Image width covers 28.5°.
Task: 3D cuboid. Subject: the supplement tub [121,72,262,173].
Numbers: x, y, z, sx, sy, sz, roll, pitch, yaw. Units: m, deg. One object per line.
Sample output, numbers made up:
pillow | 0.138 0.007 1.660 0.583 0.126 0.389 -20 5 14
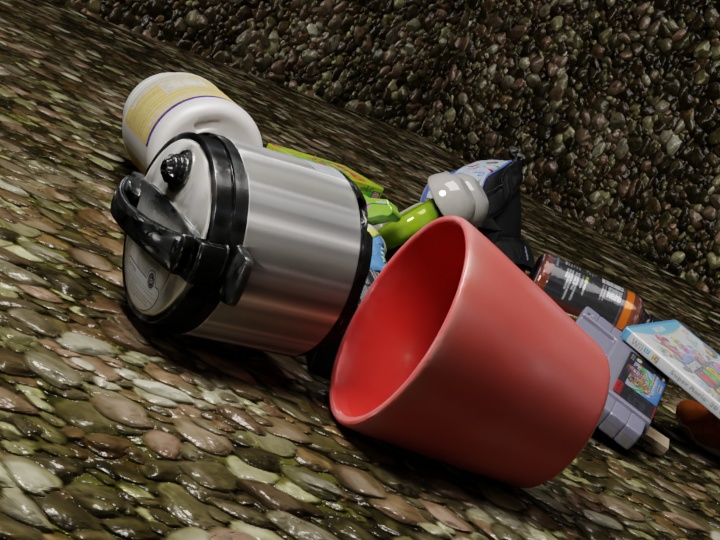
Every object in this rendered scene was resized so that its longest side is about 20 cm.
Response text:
supplement tub | -0.216 -0.165 1.767 0.145 0.146 0.200 19 12 -28

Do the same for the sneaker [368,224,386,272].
sneaker | 0.000 0.000 1.709 0.105 0.076 0.200 48 17 18

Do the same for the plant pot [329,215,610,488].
plant pot | 0.100 0.081 1.193 0.177 0.201 0.200 31 8 -18

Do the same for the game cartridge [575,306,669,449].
game cartridge | 0.281 0.117 1.599 0.129 0.038 0.200 34 26 8

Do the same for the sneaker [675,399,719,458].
sneaker | 0.456 0.198 1.707 0.073 0.077 0.200 16 12 -32

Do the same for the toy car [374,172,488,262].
toy car | 0.094 -0.035 1.894 0.150 0.175 0.200 63 16 4

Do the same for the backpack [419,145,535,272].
backpack | 0.170 -0.075 2.127 0.153 0.201 0.190 -4 9 20

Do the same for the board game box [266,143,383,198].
board game box | -0.063 -0.151 2.324 0.101 0.048 0.200 32 13 36

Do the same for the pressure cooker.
pressure cooker | -0.113 -0.026 1.198 0.199 0.179 0.176 14 -27 -34

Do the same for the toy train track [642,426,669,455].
toy train track | 0.254 0.150 1.587 0.200 0.033 0.115 33 27 -1

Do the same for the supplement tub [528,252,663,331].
supplement tub | 0.327 0.062 2.009 0.199 0.107 0.107 26 10 2

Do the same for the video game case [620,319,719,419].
video game case | 0.413 0.128 1.663 0.200 0.018 0.143 42 25 28

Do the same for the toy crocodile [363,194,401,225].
toy crocodile | -0.047 -0.077 1.790 0.199 0.062 0.067 7 -10 18

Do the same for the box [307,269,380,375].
box | 0.019 0.058 1.387 0.141 0.079 0.200 20 11 -10

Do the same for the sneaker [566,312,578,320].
sneaker | 0.258 0.075 1.880 0.200 0.067 0.090 25 15 17
